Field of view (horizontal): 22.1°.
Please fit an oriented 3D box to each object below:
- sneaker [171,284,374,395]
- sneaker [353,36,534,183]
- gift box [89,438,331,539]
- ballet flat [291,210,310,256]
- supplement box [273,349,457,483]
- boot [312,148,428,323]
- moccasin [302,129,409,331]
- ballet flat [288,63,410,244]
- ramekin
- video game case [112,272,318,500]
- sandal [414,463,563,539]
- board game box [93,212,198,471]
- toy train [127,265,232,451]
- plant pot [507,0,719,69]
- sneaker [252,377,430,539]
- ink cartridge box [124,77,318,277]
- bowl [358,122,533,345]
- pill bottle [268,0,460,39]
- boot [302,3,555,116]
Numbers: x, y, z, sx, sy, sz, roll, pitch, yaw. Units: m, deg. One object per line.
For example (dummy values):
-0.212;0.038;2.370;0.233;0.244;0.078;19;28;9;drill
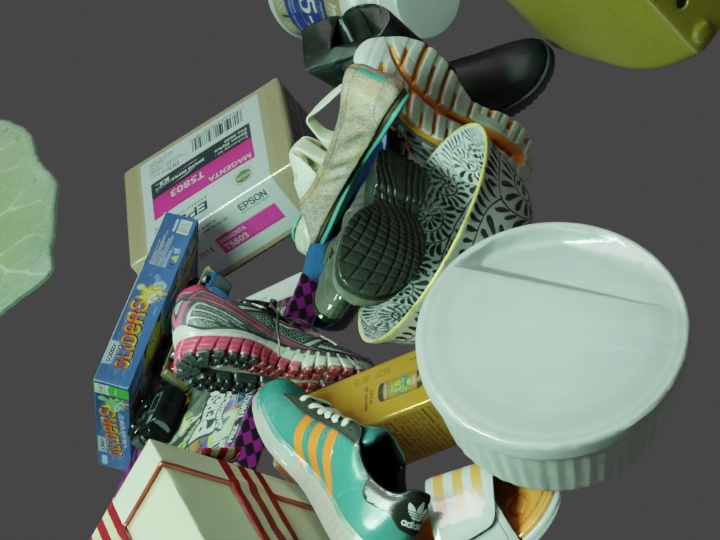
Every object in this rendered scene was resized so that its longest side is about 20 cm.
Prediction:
-0.066;0.063;1.526;0.081;0.199;0.075;-36;50;36;sneaker
0.062;-0.129;1.618;0.077;0.200;0.079;-15;45;49;sneaker
-0.101;0.254;1.366;0.185;0.199;0.187;-54;38;12;gift box
0.005;-0.092;1.751;0.062;0.068;0.201;18;70;29;ballet flat
0.028;0.116;1.492;0.199;0.069;0.067;-25;39;24;supplement box
0.000;0.000;1.518;0.131;0.067;0.200;-59;7;34;boot
0.009;-0.038;1.665;0.080;0.068;0.201;19;88;37;moccasin
-0.021;-0.104;1.575;0.200;0.067;0.068;-59;1;43;ballet flat
0.143;0.069;1.359;0.201;0.094;0.203;-5;52;6;ramekin
-0.125;0.110;1.632;0.181;0.036;0.201;-24;36;47;video game case
0.057;0.195;1.384;0.206;0.059;0.079;-31;37;14;sandal
-0.194;0.065;1.698;0.034;0.136;0.201;14;51;6;board game box
-0.158;0.074;1.655;0.046;0.034;0.201;-24;36;43;toy train
0.239;-0.289;1.612;0.195;0.195;0.200;-54;43;0;plant pot
-0.010;0.138;1.405;0.080;0.071;0.200;-52;49;15;sneaker
-0.136;-0.079;1.847;0.199;0.075;0.165;-31;35;13;ink cartridge box
0.087;-0.011;1.524;0.201;0.094;0.201;-55;17;25;bowl
0.005;-0.291;1.902;0.199;0.120;0.120;14;62;50;pill bottle
0.063;-0.193;1.668;0.164;0.200;0.066;-30;55;22;boot
